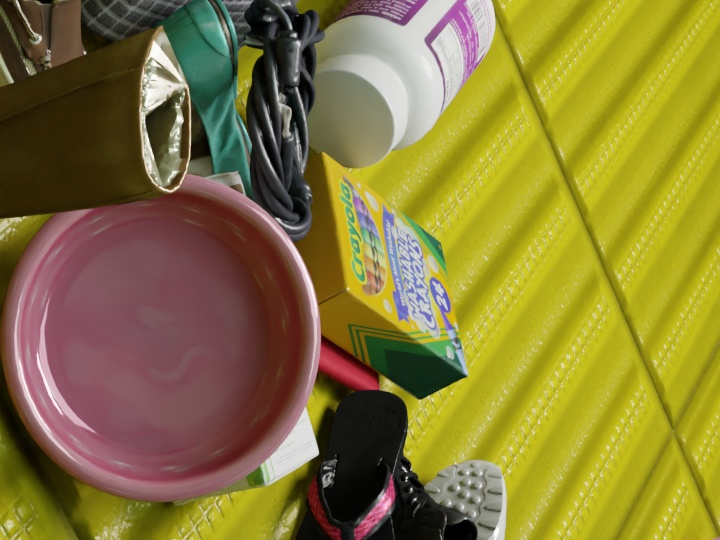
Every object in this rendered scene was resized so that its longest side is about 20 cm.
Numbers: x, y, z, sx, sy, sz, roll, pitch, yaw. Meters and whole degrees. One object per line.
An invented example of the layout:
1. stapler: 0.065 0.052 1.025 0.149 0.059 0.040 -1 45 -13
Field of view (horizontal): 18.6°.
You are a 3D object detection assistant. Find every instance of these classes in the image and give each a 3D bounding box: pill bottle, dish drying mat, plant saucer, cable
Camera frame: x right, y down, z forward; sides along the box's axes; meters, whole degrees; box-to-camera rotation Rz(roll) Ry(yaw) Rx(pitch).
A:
1. pill bottle: 0.024 -0.161 1.705 0.113 0.111 0.200 63 34 -19
2. dish drying mat: -0.050 0.029 1.594 0.200 0.018 0.077 33 41 -48
3. plant saucer: -0.125 0.041 1.363 0.198 0.051 0.203 0 89 -15
4. cable: -0.047 -0.101 1.517 0.200 0.050 0.165 60 26 -85

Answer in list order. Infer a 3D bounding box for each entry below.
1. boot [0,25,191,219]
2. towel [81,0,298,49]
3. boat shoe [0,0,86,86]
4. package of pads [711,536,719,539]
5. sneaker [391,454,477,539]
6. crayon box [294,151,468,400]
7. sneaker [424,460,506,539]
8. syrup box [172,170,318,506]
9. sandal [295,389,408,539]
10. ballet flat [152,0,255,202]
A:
1. boot: -0.187 -0.104 1.265 0.066 0.199 0.177 20 62 -53
2. towel: -0.089 -0.219 1.489 0.199 0.165 0.086 2 55 -59
3. boat shoe: -0.203 -0.159 1.371 0.203 0.074 0.075 56 26 -29
4. package of pads: 0.389 0.296 2.091 0.199 0.120 0.076 20 56 -53
5. sneaker: 0.044 0.186 1.605 0.060 0.103 0.202 26 56 -50
6. crayon box: 0.000 0.000 1.634 0.200 0.051 0.127 35 36 -47
7. sneaker: 0.075 0.240 1.679 0.081 0.076 0.201 57 39 -47
8. syrup box: -0.102 0.043 1.451 0.081 0.078 0.202 -23 98 -61
9. sandal: -0.006 0.159 1.560 0.045 0.074 0.201 85 11 -51
10. ballet flat: -0.113 -0.108 1.499 0.201 0.070 0.068 82 -17 -56
